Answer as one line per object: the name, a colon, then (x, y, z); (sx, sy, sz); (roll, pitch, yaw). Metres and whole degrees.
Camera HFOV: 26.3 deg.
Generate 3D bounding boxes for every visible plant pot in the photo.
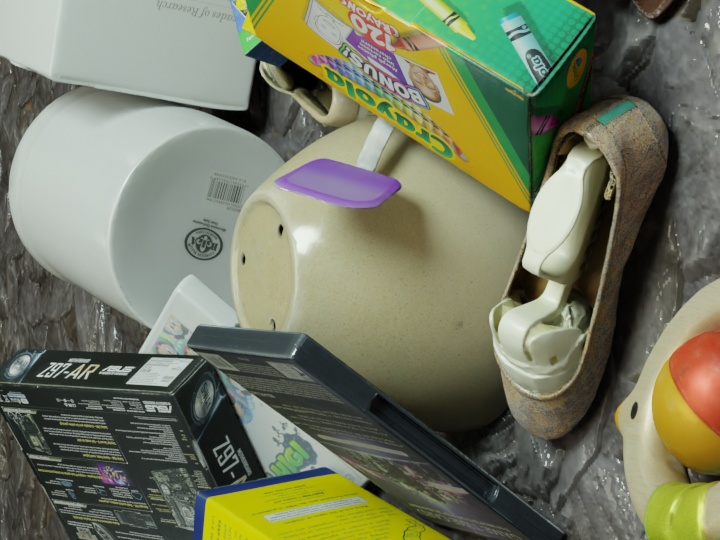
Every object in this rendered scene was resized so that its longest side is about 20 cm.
plant pot: (0.000, 0.000, 0.918); (0.200, 0.133, 0.203); (8, 99, 61)

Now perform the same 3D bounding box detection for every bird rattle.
bird rattle: (0.162, 0.068, 0.666); (0.164, 0.112, 0.201); (-103, 29, -53)

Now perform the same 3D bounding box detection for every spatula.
spatula: (0.017, -0.082, 0.864); (0.056, 0.200, 0.021); (17, 129, 17)

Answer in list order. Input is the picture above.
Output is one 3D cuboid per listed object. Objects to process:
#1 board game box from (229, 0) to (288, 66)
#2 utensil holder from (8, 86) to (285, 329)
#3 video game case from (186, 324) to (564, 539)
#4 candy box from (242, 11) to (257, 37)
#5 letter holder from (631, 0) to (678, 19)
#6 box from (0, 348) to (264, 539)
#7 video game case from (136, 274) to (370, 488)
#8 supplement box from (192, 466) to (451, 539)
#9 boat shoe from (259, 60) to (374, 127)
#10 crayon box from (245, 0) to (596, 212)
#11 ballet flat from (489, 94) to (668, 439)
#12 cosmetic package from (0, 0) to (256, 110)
board game box: (-0.014, -0.241, 0.968); (0.199, 0.034, 0.137); (-35, 59, 35)
utensil holder: (-0.157, -0.046, 1.172); (0.200, 0.168, 0.172); (25, 113, 56)
video game case: (0.006, 0.094, 0.873); (0.019, 0.199, 0.142); (-59, 24, -15)
candy box: (0.000, -0.219, 0.905); (0.102, 0.026, 0.202); (32, 107, 38)
letter holder: (0.122, -0.232, 0.717); (0.143, 0.100, 0.201); (64, 143, 34)
box: (-0.163, 0.136, 1.112); (0.199, 0.044, 0.161); (-1, 123, 39)
video game case: (-0.087, 0.117, 1.088); (0.182, 0.024, 0.200); (40, 139, 3)
supplement box: (-0.009, 0.211, 0.940); (0.199, 0.109, 0.110); (22, 112, 50)
boat shoe: (-0.035, -0.150, 1.044); (0.200, 0.064, 0.073); (51, 134, 48)
crayon box: (0.026, -0.127, 0.800); (0.199, 0.058, 0.119); (34, 163, 20)
ballet flat: (0.099, 0.005, 0.790); (0.068, 0.067, 0.202); (27, 118, 31)
cosmetic package: (-0.170, -0.241, 1.169); (0.165, 0.164, 0.202); (28, 109, 59)
